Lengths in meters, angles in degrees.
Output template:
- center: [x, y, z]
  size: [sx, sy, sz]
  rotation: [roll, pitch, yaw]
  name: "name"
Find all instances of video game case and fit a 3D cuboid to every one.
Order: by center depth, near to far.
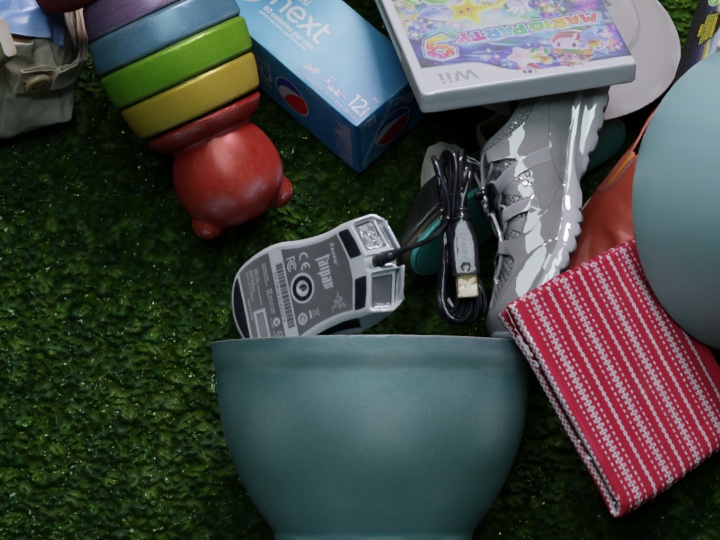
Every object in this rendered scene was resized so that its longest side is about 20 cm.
- center: [0.085, -0.178, 1.638]
  size: [0.142, 0.018, 0.201]
  rotation: [-9, 42, -10]
  name: "video game case"

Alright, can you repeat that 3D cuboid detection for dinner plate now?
- center: [0.125, -0.173, 1.709]
  size: [0.199, 0.024, 0.201]
  rotation: [7, 43, -6]
  name: "dinner plate"

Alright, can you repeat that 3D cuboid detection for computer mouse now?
- center: [0.000, 0.000, 1.601]
  size: [0.199, 0.044, 0.110]
  rotation: [-19, 78, 35]
  name: "computer mouse"

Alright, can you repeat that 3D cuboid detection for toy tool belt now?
- center: [-0.259, -0.198, 1.717]
  size: [0.124, 0.123, 0.201]
  rotation: [-17, 61, -7]
  name: "toy tool belt"

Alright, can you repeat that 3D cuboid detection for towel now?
- center: [0.165, 0.062, 1.525]
  size: [0.200, 0.022, 0.145]
  rotation: [-23, 82, -57]
  name: "towel"

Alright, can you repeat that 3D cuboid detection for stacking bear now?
- center: [-0.116, -0.123, 1.657]
  size: [0.121, 0.114, 0.201]
  rotation: [-27, 97, -19]
  name: "stacking bear"

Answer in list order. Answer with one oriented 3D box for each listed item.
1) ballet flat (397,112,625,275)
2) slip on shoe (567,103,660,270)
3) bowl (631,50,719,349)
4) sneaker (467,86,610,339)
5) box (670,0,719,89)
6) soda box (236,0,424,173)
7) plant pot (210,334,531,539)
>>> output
- center: [0.088, -0.064, 1.669]
  size: [0.199, 0.068, 0.068]
  rotation: [-31, 54, -26]
  name: "ballet flat"
- center: [0.191, -0.050, 1.654]
  size: [0.074, 0.061, 0.200]
  rotation: [28, 67, 14]
  name: "slip on shoe"
- center: [0.280, -0.042, 1.559]
  size: [0.200, 0.105, 0.202]
  rotation: [-3, 95, -30]
  name: "bowl"
- center: [0.102, -0.047, 1.598]
  size: [0.081, 0.075, 0.201]
  rotation: [15, 68, -2]
  name: "sneaker"
- center: [0.278, -0.132, 1.665]
  size: [0.137, 0.040, 0.201]
  rotation: [36, 59, -26]
  name: "box"
- center: [-0.047, -0.162, 1.723]
  size: [0.068, 0.064, 0.200]
  rotation: [-41, 68, -19]
  name: "soda box"
- center: [0.008, 0.111, 1.512]
  size: [0.199, 0.200, 0.135]
  rotation: [-1, 86, 2]
  name: "plant pot"
